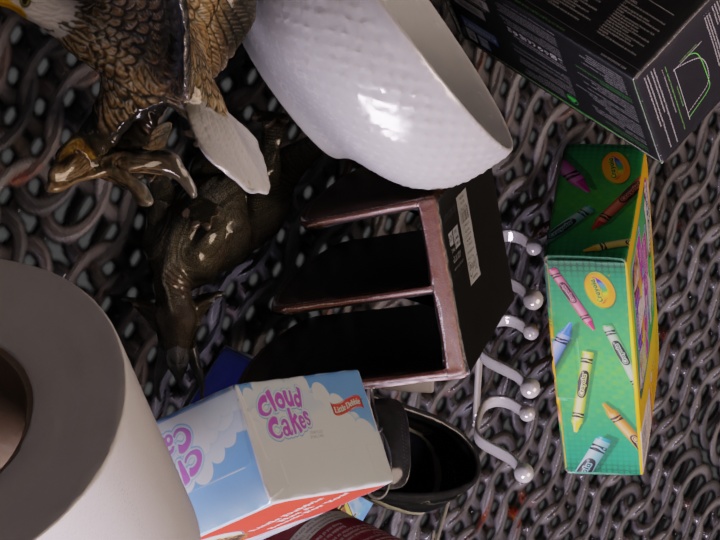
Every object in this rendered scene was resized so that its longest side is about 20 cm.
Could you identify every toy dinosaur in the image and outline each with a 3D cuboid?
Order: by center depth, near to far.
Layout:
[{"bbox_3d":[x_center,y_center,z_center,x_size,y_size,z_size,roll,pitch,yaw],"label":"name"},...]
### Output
[{"bbox_3d":[-0.078,-0.034,1.614,0.200,0.077,0.103,-54,159,-31],"label":"toy dinosaur"}]

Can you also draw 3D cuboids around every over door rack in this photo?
[{"bbox_3d":[0.075,0.084,1.865,0.200,0.066,0.148,-50,147,-52],"label":"over door rack"}]

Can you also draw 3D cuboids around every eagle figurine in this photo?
[{"bbox_3d":[-0.111,-0.137,1.434,0.150,0.152,0.201,3,114,-35],"label":"eagle figurine"}]

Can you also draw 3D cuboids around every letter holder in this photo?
[{"bbox_3d":[0.000,0.000,1.659,0.200,0.141,0.101,-47,127,-75],"label":"letter holder"}]

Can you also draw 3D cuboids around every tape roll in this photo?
[{"bbox_3d":[-0.189,0.114,1.400,0.203,0.202,0.140,-49,144,-26],"label":"tape roll"}]

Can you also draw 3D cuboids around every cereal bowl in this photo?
[{"bbox_3d":[-0.007,-0.122,1.558,0.083,0.201,0.200,-35,149,11],"label":"cereal bowl"}]

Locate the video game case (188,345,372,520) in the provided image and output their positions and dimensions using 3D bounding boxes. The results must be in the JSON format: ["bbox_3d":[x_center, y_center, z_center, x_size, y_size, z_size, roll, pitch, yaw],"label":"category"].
[{"bbox_3d":[-0.081,0.173,1.746,0.201,0.045,0.181,-59,148,-13],"label":"video game case"}]

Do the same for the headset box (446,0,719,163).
[{"bbox_3d":[0.175,-0.197,1.742,0.200,0.174,0.093,-47,147,-13],"label":"headset box"}]

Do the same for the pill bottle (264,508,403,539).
[{"bbox_3d":[0.008,0.208,1.668,0.109,0.199,0.110,-32,134,-42],"label":"pill bottle"}]

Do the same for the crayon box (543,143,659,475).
[{"bbox_3d":[0.166,0.028,1.967,0.119,0.058,0.201,-75,162,-47],"label":"crayon box"}]

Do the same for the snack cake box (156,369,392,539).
[{"bbox_3d":[-0.097,0.121,1.552,0.115,0.199,0.068,-1,69,-55],"label":"snack cake box"}]

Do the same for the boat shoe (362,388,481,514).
[{"bbox_3d":[-0.002,0.101,1.692,0.200,0.062,0.075,21,63,-48],"label":"boat shoe"}]
